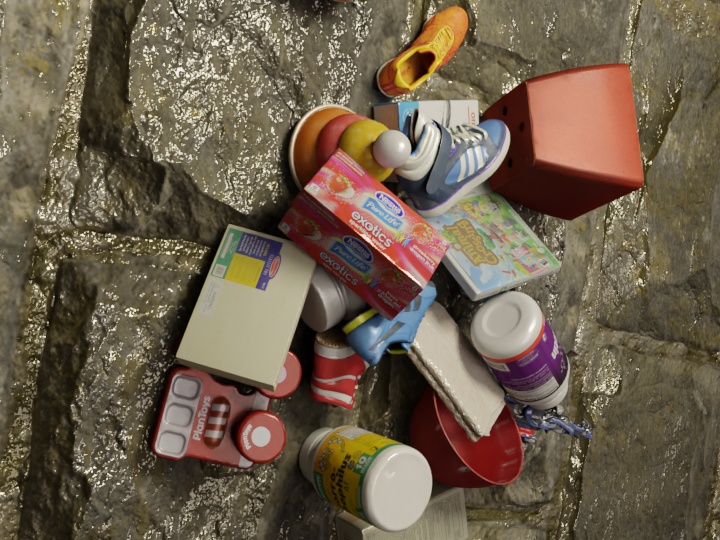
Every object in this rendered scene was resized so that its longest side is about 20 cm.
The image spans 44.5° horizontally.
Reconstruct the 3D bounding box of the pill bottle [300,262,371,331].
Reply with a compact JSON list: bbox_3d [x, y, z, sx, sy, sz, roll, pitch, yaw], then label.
[{"bbox_3d":[0.000,0.000,1.255,0.198,0.113,0.116,-29,109,-29],"label":"pill bottle"}]

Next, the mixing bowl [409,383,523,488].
[{"bbox_3d":[0.147,0.256,1.357,0.199,0.108,0.202,32,37,-28],"label":"mixing bowl"}]

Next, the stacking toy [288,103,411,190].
[{"bbox_3d":[0.005,-0.158,1.194,0.144,0.199,0.149,-3,96,-34],"label":"stacking toy"}]

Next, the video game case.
[{"bbox_3d":[0.186,-0.053,1.353,0.180,0.201,0.022,-16,146,-32],"label":"video game case"}]

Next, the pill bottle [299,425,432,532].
[{"bbox_3d":[-0.001,0.280,1.223,0.111,0.199,0.115,-3,96,-34],"label":"pill bottle"}]

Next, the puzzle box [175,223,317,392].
[{"bbox_3d":[-0.141,0.044,1.135,0.131,0.026,0.203,15,63,6],"label":"puzzle box"}]

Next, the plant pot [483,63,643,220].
[{"bbox_3d":[0.305,-0.205,1.393,0.173,0.200,0.204,1,77,-23],"label":"plant pot"}]

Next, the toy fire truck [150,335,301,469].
[{"bbox_3d":[-0.176,0.159,1.158,0.165,0.112,0.204,15,84,-16],"label":"toy fire truck"}]

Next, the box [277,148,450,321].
[{"bbox_3d":[0.005,-0.046,1.147,0.199,0.096,0.100,40,49,-3],"label":"box"}]

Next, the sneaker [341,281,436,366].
[{"bbox_3d":[0.055,0.077,1.244,0.199,0.066,0.079,-27,78,-49],"label":"sneaker"}]

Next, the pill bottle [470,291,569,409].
[{"bbox_3d":[0.253,0.130,1.353,0.113,0.111,0.201,-55,134,-18],"label":"pill bottle"}]

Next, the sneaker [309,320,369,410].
[{"bbox_3d":[-0.004,0.134,1.291,0.198,0.071,0.114,-11,118,-50],"label":"sneaker"}]

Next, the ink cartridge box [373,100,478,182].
[{"bbox_3d":[0.120,-0.201,1.350,0.197,0.067,0.118,-10,100,-34],"label":"ink cartridge box"}]

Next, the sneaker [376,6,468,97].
[{"bbox_3d":[0.109,-0.329,1.329,0.201,0.077,0.073,-50,117,-23],"label":"sneaker"}]

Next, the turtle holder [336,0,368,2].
[{"bbox_3d":[-0.030,-0.460,1.186,0.129,0.141,0.189,-5,106,-17],"label":"turtle holder"}]

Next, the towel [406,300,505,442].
[{"bbox_3d":[0.142,0.148,1.320,0.201,0.034,0.132,52,32,-2],"label":"towel"}]

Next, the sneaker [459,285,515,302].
[{"bbox_3d":[0.214,-0.017,1.427,0.080,0.095,0.200,58,37,-13],"label":"sneaker"}]

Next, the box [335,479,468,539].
[{"bbox_3d":[0.066,0.395,1.353,0.197,0.077,0.097,-13,101,-33],"label":"box"}]

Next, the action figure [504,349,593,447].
[{"bbox_3d":[0.303,0.217,1.493,0.197,0.105,0.196,24,84,-8],"label":"action figure"}]

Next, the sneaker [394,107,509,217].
[{"bbox_3d":[0.128,-0.187,1.253,0.200,0.080,0.147,-45,134,-15],"label":"sneaker"}]
